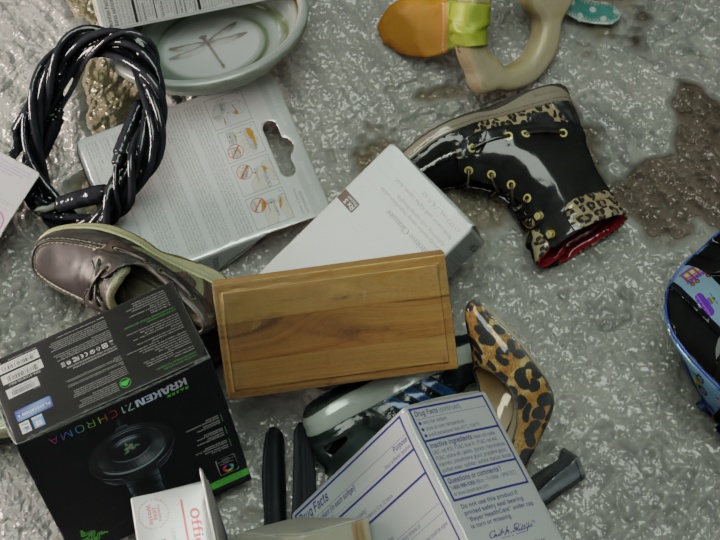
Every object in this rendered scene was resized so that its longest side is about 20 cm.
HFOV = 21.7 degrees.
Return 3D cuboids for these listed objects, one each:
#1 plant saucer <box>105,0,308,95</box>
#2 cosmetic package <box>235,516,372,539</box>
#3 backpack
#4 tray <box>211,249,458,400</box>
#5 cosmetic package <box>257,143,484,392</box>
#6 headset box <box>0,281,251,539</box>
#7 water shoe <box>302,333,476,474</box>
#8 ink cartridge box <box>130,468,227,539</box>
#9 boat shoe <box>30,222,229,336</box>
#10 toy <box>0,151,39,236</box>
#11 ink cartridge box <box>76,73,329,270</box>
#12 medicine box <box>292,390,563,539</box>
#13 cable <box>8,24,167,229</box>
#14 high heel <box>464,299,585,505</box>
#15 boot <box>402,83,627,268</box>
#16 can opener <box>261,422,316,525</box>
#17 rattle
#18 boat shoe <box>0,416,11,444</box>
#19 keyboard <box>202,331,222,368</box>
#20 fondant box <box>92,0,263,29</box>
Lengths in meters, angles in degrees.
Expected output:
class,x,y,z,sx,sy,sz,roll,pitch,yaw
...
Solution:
class,x,y,z,sx,sy,sz,roll,pitch,yaw
plant saucer,-0.144,-0.218,1.776,0.198,0.051,0.201,-6,41,5
cosmetic package,-0.031,0.303,1.509,0.071,0.105,0.202,-9,91,-37
backpack,0.358,0.065,1.624,0.182,0.135,0.200,-40,73,-14
tray,-0.021,0.046,1.592,0.198,0.037,0.100,-8,97,0
cosmetic package,0.000,0.000,1.659,0.200,0.081,0.113,-46,75,1
headset box,-0.199,0.133,1.580,0.173,0.201,0.093,-23,52,-9
water shoe,0.046,0.119,1.657,0.198,0.071,0.080,-22,96,-9
ink cartridge box,-0.139,0.246,1.525,0.067,0.200,0.116,-12,67,-4
boat shoe,-0.206,0.009,1.641,0.198,0.065,0.074,14,109,16
toy,-0.385,-0.022,1.722,0.114,0.047,0.201,27,77,19
ink cartridge box,-0.146,-0.079,1.747,0.198,0.050,0.163,-19,68,-12
medicine box,0.063,0.232,1.526,0.102,0.182,0.201,-7,61,-42
cable,-0.245,-0.126,1.698,0.163,0.051,0.201,47,109,30
high heel,0.098,0.138,1.594,0.142,0.071,0.201,-33,109,-16
boot,0.135,-0.072,1.723,0.198,0.073,0.151,-23,69,-14
can opener,-0.062,0.223,1.610,0.063,0.079,0.202,1,58,10
rattle,0.142,-0.251,1.817,0.200,0.142,0.131,-38,104,-29
boat shoe,-0.290,0.108,1.642,0.198,0.063,0.072,-20,76,4
keyboard,-0.197,0.075,1.690,0.199,0.040,0.105,-32,77,-2
fondant box,-0.161,-0.308,1.799,0.198,0.059,0.145,-11,41,-2
